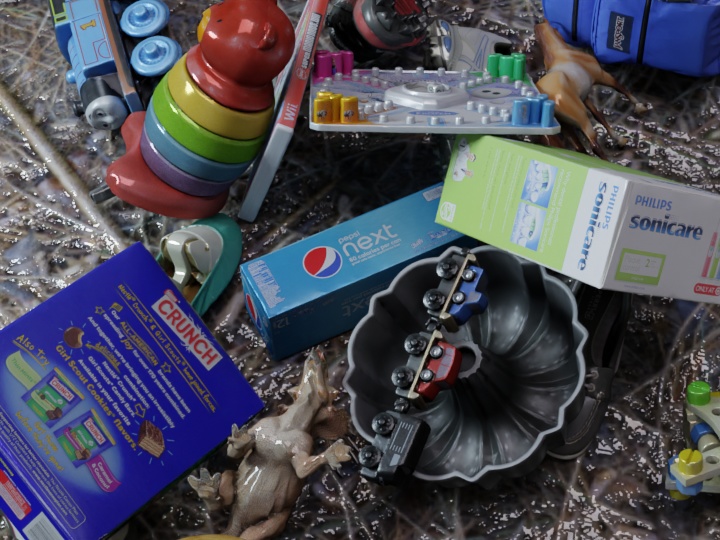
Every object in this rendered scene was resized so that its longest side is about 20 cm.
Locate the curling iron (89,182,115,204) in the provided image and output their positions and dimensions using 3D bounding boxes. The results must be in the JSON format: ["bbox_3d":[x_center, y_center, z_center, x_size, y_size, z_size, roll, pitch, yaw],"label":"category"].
[{"bbox_3d":[-0.170,-0.119,1.357,0.200,0.026,0.050,-37,91,-19],"label":"curling iron"}]

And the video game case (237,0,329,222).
[{"bbox_3d":[-0.066,-0.161,1.318,0.017,0.143,0.201,18,54,-9],"label":"video game case"}]

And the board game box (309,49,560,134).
[{"bbox_3d":[0.057,-0.154,1.221,0.198,0.026,0.200,0,21,-2],"label":"board game box"}]

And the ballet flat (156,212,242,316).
[{"bbox_3d":[-0.158,0.011,1.238,0.067,0.071,0.201,15,55,18],"label":"ballet flat"}]

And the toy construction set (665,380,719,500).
[{"bbox_3d":[0.332,0.134,1.122,0.199,0.093,0.131,8,30,-2],"label":"toy construction set"}]

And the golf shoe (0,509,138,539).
[{"bbox_3d":[-0.261,0.161,1.125,0.199,0.088,0.077,31,59,20],"label":"golf shoe"}]

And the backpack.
[{"bbox_3d":[0.269,-0.281,1.372,0.199,0.163,0.168,14,46,15],"label":"backpack"}]

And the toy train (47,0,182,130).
[{"bbox_3d":[-0.235,-0.215,1.401,0.114,0.087,0.201,-19,58,-1],"label":"toy train"}]

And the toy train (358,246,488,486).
[{"bbox_3d":[0.054,0.073,1.109,0.046,0.034,0.201,15,71,25],"label":"toy train"}]

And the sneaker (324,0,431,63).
[{"bbox_3d":[0.013,-0.235,1.369,0.098,0.071,0.201,-34,13,16],"label":"sneaker"}]

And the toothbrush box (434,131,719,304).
[{"bbox_3d":[0.180,-0.045,1.136,0.145,0.087,0.200,7,10,-38],"label":"toothbrush box"}]

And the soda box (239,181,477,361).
[{"bbox_3d":[0.000,0.000,1.243,0.199,0.068,0.064,-22,56,-14],"label":"soda box"}]

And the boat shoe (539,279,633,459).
[{"bbox_3d":[0.186,0.059,1.202,0.066,0.057,0.201,15,56,12],"label":"boat shoe"}]

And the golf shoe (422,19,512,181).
[{"bbox_3d":[0.112,-0.157,1.353,0.097,0.078,0.201,1,55,-5],"label":"golf shoe"}]

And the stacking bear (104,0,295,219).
[{"bbox_3d":[-0.124,-0.150,1.243,0.113,0.200,0.122,24,37,-15],"label":"stacking bear"}]

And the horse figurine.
[{"bbox_3d":[0.196,-0.149,1.315,0.133,0.050,0.200,44,39,-12],"label":"horse figurine"}]

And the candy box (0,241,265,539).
[{"bbox_3d":[-0.198,0.102,1.097,0.200,0.077,0.169,-37,88,-38],"label":"candy box"}]

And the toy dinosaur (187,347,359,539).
[{"bbox_3d":[-0.067,0.162,1.113,0.086,0.136,0.200,38,89,9],"label":"toy dinosaur"}]

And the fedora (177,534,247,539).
[{"bbox_3d":[-0.108,0.291,1.017,0.199,0.082,0.202,-4,68,10],"label":"fedora"}]

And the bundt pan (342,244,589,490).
[{"bbox_3d":[0.092,0.084,1.152,0.201,0.076,0.203,-10,61,19],"label":"bundt pan"}]
